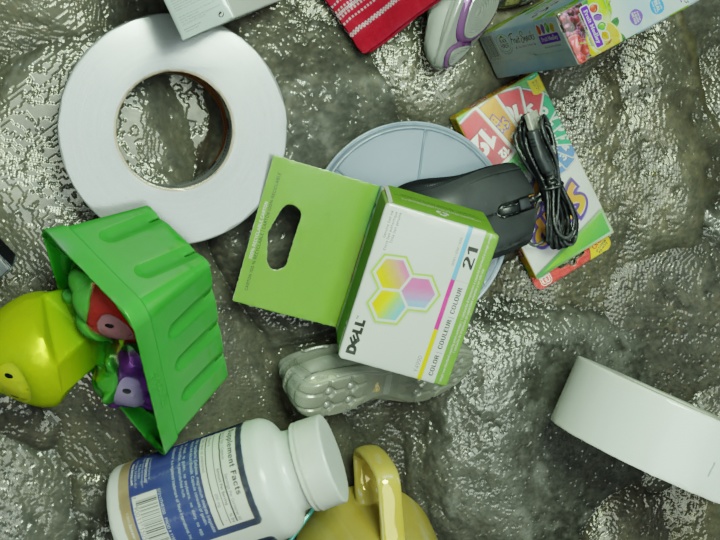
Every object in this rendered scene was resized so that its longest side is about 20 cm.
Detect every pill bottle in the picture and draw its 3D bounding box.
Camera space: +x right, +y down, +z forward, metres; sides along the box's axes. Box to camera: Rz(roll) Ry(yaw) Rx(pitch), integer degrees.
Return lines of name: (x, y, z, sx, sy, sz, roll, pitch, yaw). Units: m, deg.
pill bottle: (-0.117, 0.199, 1.041, 0.199, 0.111, 0.112, -19, 102, 6)

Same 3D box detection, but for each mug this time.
mug: (0.011, 0.283, 1.088, 0.149, 0.153, 0.187, -36, 104, -6)

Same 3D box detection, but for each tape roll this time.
tape roll: (-0.169, -0.126, 1.033, 0.199, 0.066, 0.202, -2, 98, -15)
tape roll: (0.289, 0.155, 1.116, 0.202, 0.202, 0.071, 24, 91, -16)

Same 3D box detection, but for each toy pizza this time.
toy pizza: (0.046, -0.043, 1.114, 0.199, 0.032, 0.202, -2, 98, -11)

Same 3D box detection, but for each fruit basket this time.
fruit basket: (-0.229, 0.064, 0.971, 0.215, 0.155, 0.216, -33, 146, -26)

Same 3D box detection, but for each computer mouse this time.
computer mouse: (0.109, -0.058, 1.081, 0.199, 0.053, 0.139, -19, 102, -9)

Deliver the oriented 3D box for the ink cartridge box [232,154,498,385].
ink cartridge box: (0.000, 0.000, 1.016, 0.199, 0.076, 0.149, 15, 105, -9)

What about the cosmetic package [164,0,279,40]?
cosmetic package: (-0.133, -0.278, 0.953, 0.051, 0.200, 0.151, -19, 103, 13)

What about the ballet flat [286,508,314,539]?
ballet flat: (-0.102, 0.271, 1.108, 0.075, 0.068, 0.201, 27, 93, 0)

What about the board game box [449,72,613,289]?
board game box: (0.175, -0.086, 1.146, 0.095, 0.030, 0.201, -30, 106, -8)

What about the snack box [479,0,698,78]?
snack box: (0.206, -0.232, 1.044, 0.142, 0.200, 0.053, -30, 103, -8)

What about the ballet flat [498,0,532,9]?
ballet flat: (0.200, -0.312, 1.100, 0.200, 0.072, 0.072, -28, 103, -9)

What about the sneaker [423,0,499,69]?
sneaker: (0.083, -0.291, 1.078, 0.075, 0.099, 0.201, -10, 116, -57)

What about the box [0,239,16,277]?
box: (-0.425, -0.018, 0.963, 0.182, 0.104, 0.200, -42, 105, -7)

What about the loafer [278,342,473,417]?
loafer: (0.017, 0.090, 1.108, 0.199, 0.070, 0.070, -4, 126, -30)

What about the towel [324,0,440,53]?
towel: (-0.006, -0.305, 1.026, 0.144, 0.023, 0.200, -28, 109, 34)
